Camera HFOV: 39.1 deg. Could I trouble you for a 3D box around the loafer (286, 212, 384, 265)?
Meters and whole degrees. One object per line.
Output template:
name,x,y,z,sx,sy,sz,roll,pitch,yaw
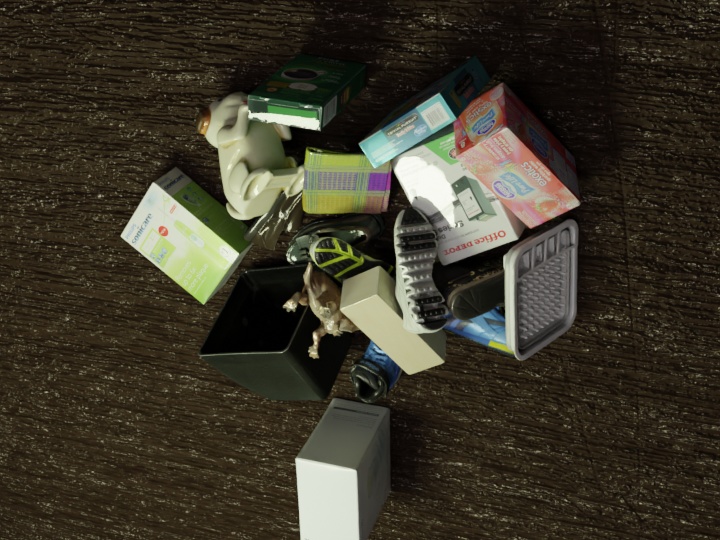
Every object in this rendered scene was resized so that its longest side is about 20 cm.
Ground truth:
loafer,-0.055,-0.051,1.755,0.199,0.063,0.072,-21,107,30

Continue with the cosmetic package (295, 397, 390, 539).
cosmetic package,-0.027,0.382,1.889,0.122,0.200,0.200,8,119,18

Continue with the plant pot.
plant pot,-0.131,0.125,1.796,0.199,0.200,0.178,-4,135,33

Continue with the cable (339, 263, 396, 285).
cable,0.056,0.013,1.771,0.199,0.050,0.097,-3,132,37

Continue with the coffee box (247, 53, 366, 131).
coffee box,-0.078,-0.277,1.566,0.122,0.200,0.044,11,123,15

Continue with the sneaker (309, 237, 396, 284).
sneaker,0.000,0.000,1.708,0.200,0.076,0.076,38,89,-24

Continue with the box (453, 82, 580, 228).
box,0.233,-0.167,1.506,0.094,0.103,0.200,-28,133,31

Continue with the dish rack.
dish rack,0.281,0.026,1.610,0.043,0.171,0.201,19,125,41

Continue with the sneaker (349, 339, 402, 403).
sneaker,0.038,0.147,1.782,0.077,0.111,0.201,28,128,16

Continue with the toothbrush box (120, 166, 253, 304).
toothbrush box,-0.310,-0.063,1.842,0.200,0.086,0.146,41,123,0

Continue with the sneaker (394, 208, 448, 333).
sneaker,0.081,0.003,1.596,0.081,0.075,0.201,152,114,-63

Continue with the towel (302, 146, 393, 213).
towel,-0.023,-0.141,1.633,0.143,0.023,0.200,1,156,-2

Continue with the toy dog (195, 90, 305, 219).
toy dog,-0.184,-0.202,1.670,0.201,0.139,0.194,62,145,18

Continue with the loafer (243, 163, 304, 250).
loafer,-0.123,-0.109,1.757,0.071,0.073,0.200,36,127,-13

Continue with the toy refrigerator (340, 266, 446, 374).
toy refrigerator,0.057,0.082,1.669,0.076,0.070,0.200,-23,131,29

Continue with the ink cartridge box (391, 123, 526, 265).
ink cartridge box,0.160,-0.127,1.614,0.146,0.084,0.201,-20,107,30

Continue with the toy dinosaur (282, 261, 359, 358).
toy dinosaur,-0.052,0.049,1.670,0.086,0.136,0.200,-12,123,30

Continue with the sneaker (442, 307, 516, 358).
sneaker,0.195,0.083,1.734,0.199,0.066,0.079,19,87,24

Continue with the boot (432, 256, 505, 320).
boot,0.189,0.015,1.664,0.150,0.199,0.074,26,129,53

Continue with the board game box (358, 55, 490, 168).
board game box,0.098,-0.239,1.512,0.151,0.200,0.047,-28,103,31
